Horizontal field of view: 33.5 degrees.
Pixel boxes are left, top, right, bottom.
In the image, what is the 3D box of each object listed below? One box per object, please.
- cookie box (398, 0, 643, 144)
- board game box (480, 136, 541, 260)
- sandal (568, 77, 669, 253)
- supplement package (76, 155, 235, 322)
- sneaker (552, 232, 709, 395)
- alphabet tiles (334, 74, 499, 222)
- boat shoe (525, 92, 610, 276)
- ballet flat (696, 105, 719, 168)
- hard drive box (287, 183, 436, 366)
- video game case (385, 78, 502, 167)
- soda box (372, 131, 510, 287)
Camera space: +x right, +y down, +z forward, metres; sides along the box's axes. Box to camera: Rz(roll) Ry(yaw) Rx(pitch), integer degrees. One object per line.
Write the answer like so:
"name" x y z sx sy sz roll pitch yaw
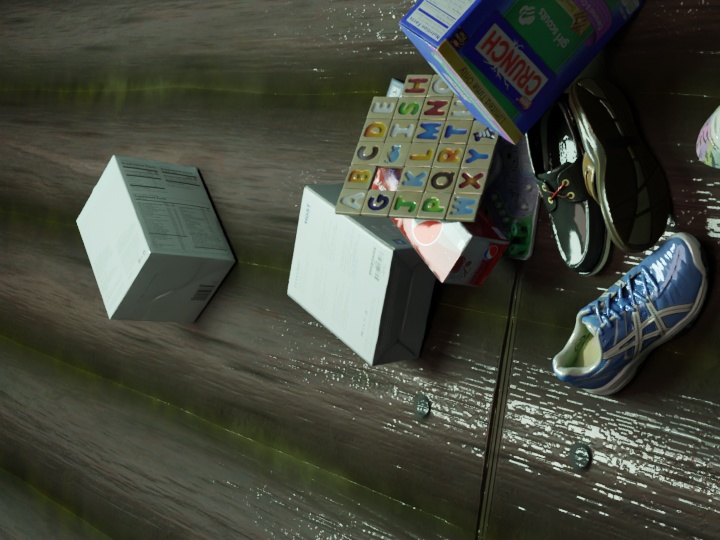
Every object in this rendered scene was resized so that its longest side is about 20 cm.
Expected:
"cookie box" 0.165 -0.257 1.205 0.200 0.171 0.075 -47 44 2
"board game box" 0.133 -0.123 1.392 0.200 0.026 0.201 12 95 51
"sandal" 0.251 -0.103 1.210 0.055 0.082 0.200 -54 47 54
"supplement package" -0.315 -0.046 1.825 0.152 0.150 0.200 -52 50 34
"sneaker" 0.265 0.047 1.172 0.200 0.077 0.076 -59 44 25
"alphabet tiles" 0.073 -0.142 1.343 0.167 0.008 0.200 4 60 25
"boat shoe" 0.215 -0.093 1.263 0.074 0.063 0.202 -19 72 45
"ballet flat" 0.373 -0.133 1.068 0.200 0.071 0.069 -4 83 50
"hard drive box" 0.000 0.000 1.477 0.200 0.077 0.156 38 125 45
"video game case" 0.079 -0.132 1.424 0.200 0.019 0.143 35 113 45
"soda box" 0.080 -0.070 1.352 0.070 0.063 0.200 -59 46 26
